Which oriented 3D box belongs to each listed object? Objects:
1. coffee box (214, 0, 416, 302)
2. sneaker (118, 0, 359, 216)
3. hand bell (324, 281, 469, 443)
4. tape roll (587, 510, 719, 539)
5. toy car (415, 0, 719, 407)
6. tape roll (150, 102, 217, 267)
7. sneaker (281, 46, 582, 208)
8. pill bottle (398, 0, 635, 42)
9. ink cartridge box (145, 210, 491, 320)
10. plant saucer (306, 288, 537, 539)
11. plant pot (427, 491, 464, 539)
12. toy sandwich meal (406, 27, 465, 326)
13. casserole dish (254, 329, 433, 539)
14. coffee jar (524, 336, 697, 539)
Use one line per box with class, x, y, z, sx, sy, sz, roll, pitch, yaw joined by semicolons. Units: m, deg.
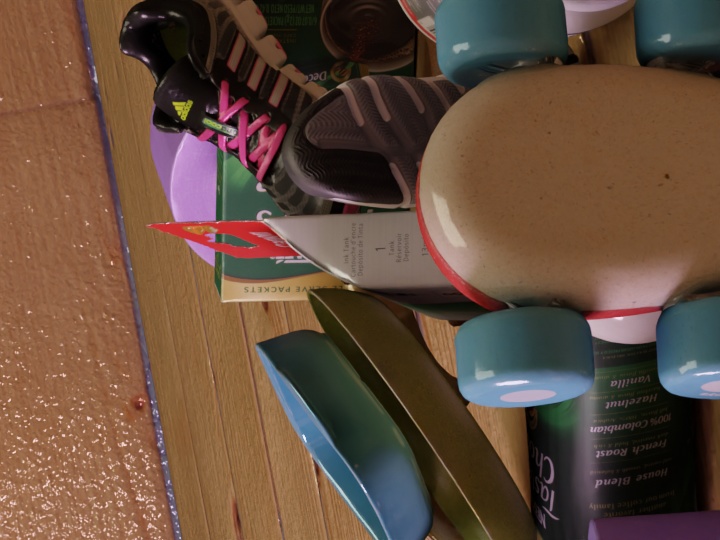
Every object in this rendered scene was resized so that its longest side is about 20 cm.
coffee box;-0.029;-0.079;1.567;0.044;0.123;0.201;-120;32;-69
sneaker;-0.074;-0.093;1.453;0.200;0.087;0.074;54;134;27
hand bell;-0.003;-0.006;1.529;0.104;0.104;0.201;-146;42;-72
tape roll;0.160;0.217;1.211;0.200;0.085;0.201;-4;-90;-87
toy car;0.112;-0.017;1.186;0.200;0.176;0.185;94;173;-75
tape roll;-0.037;-0.086;1.677;0.066;0.199;0.201;-115;20;-46
sneaker;0.027;-0.063;1.386;0.115;0.200;0.075;-37;73;56
pill bottle;0.089;-0.172;1.264;0.200;0.114;0.114;176;84;-77
ink cartridge box;0.000;0.000;1.411;0.161;0.199;0.050;23;-116;-72
plant saucer;0.039;0.086;1.354;0.200;0.031;0.200;55;174;9
plant pot;0.067;0.173;1.570;0.200;0.027;0.200;46;176;4
toy sandwich meal;0.068;-0.065;1.555;0.205;0.070;0.206;180;90;-82
casserole dish;-0.004;0.098;1.420;0.121;0.039;0.200;52;172;24
coffee jar;0.132;0.091;1.339;0.104;0.085;0.201;-128;30;-66
